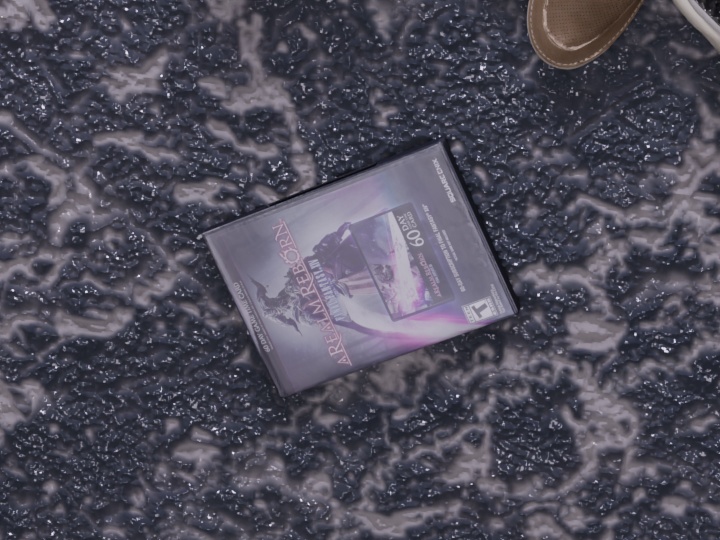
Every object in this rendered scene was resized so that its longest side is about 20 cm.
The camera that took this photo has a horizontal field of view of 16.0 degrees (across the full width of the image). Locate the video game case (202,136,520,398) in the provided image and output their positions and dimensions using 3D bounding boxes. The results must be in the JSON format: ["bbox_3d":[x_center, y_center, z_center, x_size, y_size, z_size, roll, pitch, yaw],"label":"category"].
[{"bbox_3d":[0.000,0.000,1.902,0.200,0.019,0.143,-21,104,17],"label":"video game case"}]

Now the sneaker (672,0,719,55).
[{"bbox_3d":[0.277,-0.130,1.766,0.200,0.070,0.093,41,139,8],"label":"sneaker"}]

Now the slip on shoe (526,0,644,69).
[{"bbox_3d":[0.178,-0.221,1.759,0.076,0.061,0.200,37,113,-3],"label":"slip on shoe"}]
